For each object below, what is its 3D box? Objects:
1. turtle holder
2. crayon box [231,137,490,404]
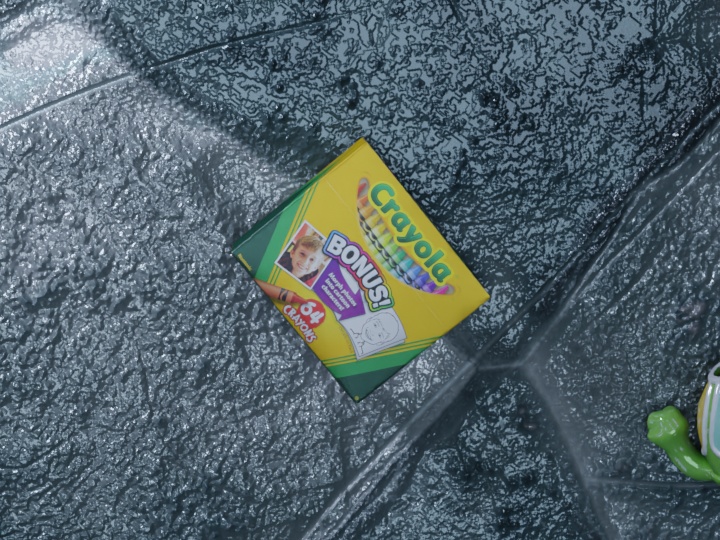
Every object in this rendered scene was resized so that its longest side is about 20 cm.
[{"bbox_3d":[0.396,0.150,1.740,0.141,0.185,0.132,-32,103,-29],"label":"turtle holder"},{"bbox_3d":[0.000,0.000,1.722,0.172,0.058,0.200,-39,100,5],"label":"crayon box"}]
